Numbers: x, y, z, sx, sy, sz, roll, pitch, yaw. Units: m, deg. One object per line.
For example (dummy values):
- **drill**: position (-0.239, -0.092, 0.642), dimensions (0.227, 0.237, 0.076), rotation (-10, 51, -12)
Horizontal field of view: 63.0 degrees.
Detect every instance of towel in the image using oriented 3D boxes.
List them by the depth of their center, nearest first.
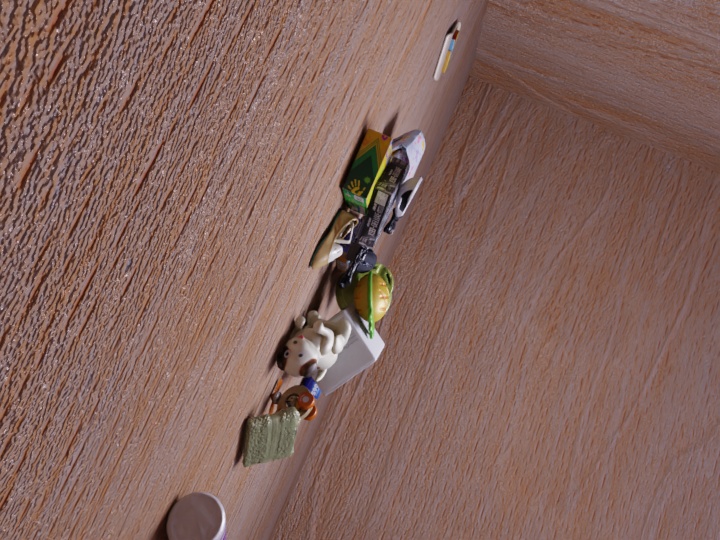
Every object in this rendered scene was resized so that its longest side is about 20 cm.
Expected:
- **towel**: position (-0.235, 0.434, 1.522), dimensions (0.037, 0.146, 0.203), rotation (-122, -147, -42)

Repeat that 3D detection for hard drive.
- **hard drive**: position (0.009, -0.091, 1.797), dimensions (0.200, 0.037, 0.142), rotation (7, 105, -82)

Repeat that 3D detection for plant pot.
- **plant pot**: position (0.027, 0.057, 1.902), dimensions (0.203, 0.197, 0.190), rotation (-65, -176, -16)

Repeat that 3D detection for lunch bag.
- **lunch bag**: position (0.116, -0.336, 1.829), dimensions (0.202, 0.126, 0.170), rotation (-61, 176, 39)

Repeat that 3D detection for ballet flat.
- **ballet flat**: position (-0.062, -0.076, 1.509), dimensions (0.069, 0.062, 0.202), rotation (101, 13, -57)

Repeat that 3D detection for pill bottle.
- **pill bottle**: position (-0.325, 0.533, 1.179), dimensions (0.202, 0.110, 0.113), rotation (103, 12, -49)

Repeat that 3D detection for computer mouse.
- **computer mouse**: position (0.112, -0.189, 1.602), dimensions (0.110, 0.043, 0.201), rotation (-59, 177, -40)
- **computer mouse**: position (0.000, 0.000, 1.709), dimensions (0.142, 0.046, 0.200), rotation (-58, 171, 2)

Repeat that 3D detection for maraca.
- **maraca**: position (0.032, 0.098, 1.715), dimensions (0.138, 0.105, 0.203), rotation (75, 13, -54)

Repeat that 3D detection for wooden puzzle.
- **wooden puzzle**: position (0.347, -0.862, 2.313), dimensions (0.201, 0.037, 0.187), rotation (-59, 169, -50)

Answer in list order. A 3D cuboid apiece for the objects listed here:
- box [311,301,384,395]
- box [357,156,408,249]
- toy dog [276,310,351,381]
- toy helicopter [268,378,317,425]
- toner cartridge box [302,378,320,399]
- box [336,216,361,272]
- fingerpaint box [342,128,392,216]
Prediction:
- **box**: position (-0.058, 0.227, 1.753), dimensions (0.199, 0.173, 0.199), rotation (-36, 179, 11)
- **box**: position (0.061, -0.182, 1.595), dimensions (0.202, 0.049, 0.159), rotation (109, 6, -46)
- **toy dog**: position (-0.140, 0.211, 1.558), dimensions (0.199, 0.137, 0.198), rotation (-21, 130, -64)
- **toy helicopter**: position (-0.221, 0.386, 1.602), dimensions (0.199, 0.132, 0.080), rotation (-38, 148, -24)
- **toner cartridge box**: position (-0.145, 0.352, 2.114), dimensions (0.095, 0.043, 0.203), rotation (6, -109, 66)
- **box**: position (-0.034, -0.081, 1.803), dimensions (0.200, 0.041, 0.121), rotation (98, 15, -71)
- **fingerpaint box**: position (0.020, -0.252, 1.542), dimensions (0.200, 0.072, 0.170), rotation (70, 43, -83)
